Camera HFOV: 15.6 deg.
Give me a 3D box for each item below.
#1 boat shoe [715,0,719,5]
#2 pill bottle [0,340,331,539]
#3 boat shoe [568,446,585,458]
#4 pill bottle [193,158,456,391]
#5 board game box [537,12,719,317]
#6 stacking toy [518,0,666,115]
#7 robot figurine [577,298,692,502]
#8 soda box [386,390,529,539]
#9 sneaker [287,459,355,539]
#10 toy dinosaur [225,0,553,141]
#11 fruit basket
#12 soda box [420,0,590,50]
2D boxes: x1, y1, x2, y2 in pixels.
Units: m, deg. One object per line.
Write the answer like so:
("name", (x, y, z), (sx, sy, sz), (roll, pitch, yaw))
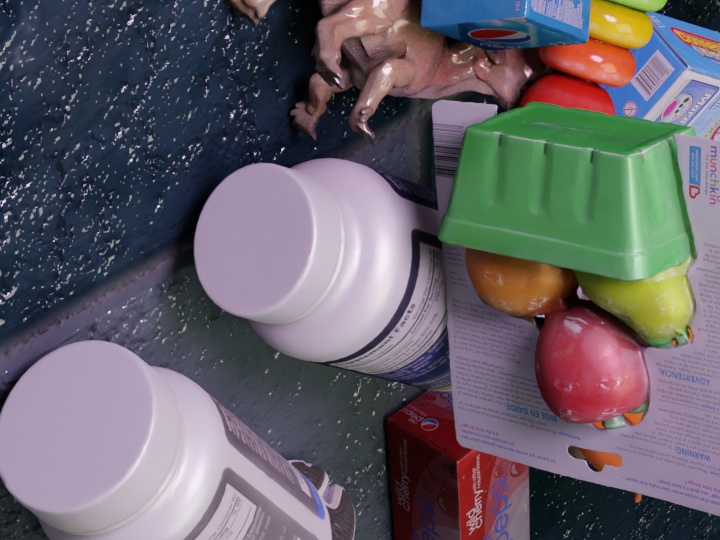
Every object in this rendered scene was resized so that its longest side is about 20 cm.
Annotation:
("boat shoe", (0.251, -0.184, 1.529), (0.074, 0.063, 0.200), (-8, 166, -12))
("pill bottle", (-0.105, 0.120, 1.404), (0.114, 0.114, 0.200), (-54, 144, -8))
("boat shoe", (0.195, 0.057, 1.752), (0.200, 0.065, 0.072), (-38, 122, -24))
("pill bottle", (0.000, 0.000, 1.448), (0.200, 0.111, 0.111), (17, 101, -54))
("board game box", (0.171, -0.056, 1.607), (0.200, 0.056, 0.195), (-49, 149, 22))
("stacking toy", (0.136, -0.150, 1.405), (0.085, 0.085, 0.201), (5, 104, -52))
("robot figurine", (0.201, 0.056, 1.631), (0.144, 0.117, 0.200), (3, 132, -53))
("soda box", (0.065, 0.166, 1.685), (0.070, 0.063, 0.201), (-33, 137, -33))
("sneaker", (-0.080, 0.196, 1.542), (0.200, 0.081, 0.083), (-53, -175, -24))
("toy dinosaur", (0.014, -0.145, 1.388), (0.136, 0.086, 0.200), (-48, 139, -15))
("fruit basket", (0.119, 0.016, 1.361), (0.094, 0.185, 0.201), (-31, 121, -42))
("soda box", (0.080, -0.219, 1.358), (0.064, 0.068, 0.201), (13, 78, -53))
